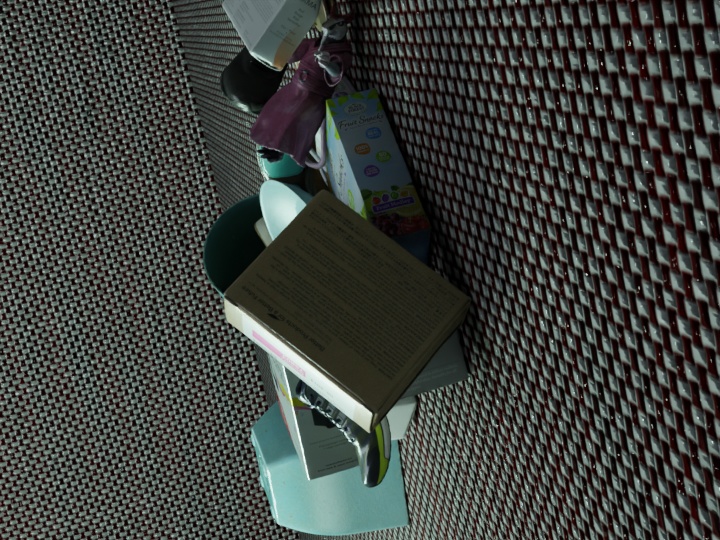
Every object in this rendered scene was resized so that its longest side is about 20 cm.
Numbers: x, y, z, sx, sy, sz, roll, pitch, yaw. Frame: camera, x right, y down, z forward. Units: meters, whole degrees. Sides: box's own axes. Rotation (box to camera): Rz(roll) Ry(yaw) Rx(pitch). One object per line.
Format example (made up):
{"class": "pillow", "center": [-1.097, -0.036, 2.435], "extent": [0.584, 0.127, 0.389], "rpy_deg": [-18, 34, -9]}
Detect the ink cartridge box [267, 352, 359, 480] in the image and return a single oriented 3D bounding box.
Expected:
{"class": "ink cartridge box", "center": [-0.058, 0.120, 1.557], "extent": [0.146, 0.083, 0.200], "rpy_deg": [-120, 17, -57]}

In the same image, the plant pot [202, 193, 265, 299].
{"class": "plant pot", "center": [-0.131, 0.003, 2.079], "extent": [0.161, 0.200, 0.201], "rpy_deg": [71, 178, -60]}

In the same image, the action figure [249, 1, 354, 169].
{"class": "action figure", "center": [-0.049, -0.214, 1.536], "extent": [0.134, 0.149, 0.200], "rpy_deg": [42, 106, 44]}

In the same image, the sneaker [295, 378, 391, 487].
{"class": "sneaker", "center": [-0.024, 0.140, 1.415], "extent": [0.074, 0.081, 0.200], "rpy_deg": [141, 111, -77]}

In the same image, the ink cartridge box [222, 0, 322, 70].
{"class": "ink cartridge box", "center": [-0.069, -0.339, 1.468], "extent": [0.050, 0.200, 0.162], "rpy_deg": [31, -163, -32]}

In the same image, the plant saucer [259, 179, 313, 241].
{"class": "plant saucer", "center": [-0.054, -0.033, 1.643], "extent": [0.201, 0.039, 0.201], "rpy_deg": [47, 156, 28]}

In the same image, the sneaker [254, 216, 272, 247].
{"class": "sneaker", "center": [-0.074, -0.040, 1.821], "extent": [0.090, 0.067, 0.200], "rpy_deg": [-53, 48, 19]}

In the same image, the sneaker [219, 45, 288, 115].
{"class": "sneaker", "center": [-0.115, -0.274, 1.635], "extent": [0.091, 0.076, 0.200], "rpy_deg": [-54, 13, 46]}

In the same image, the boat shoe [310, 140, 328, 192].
{"class": "boat shoe", "center": [-0.081, -0.140, 1.926], "extent": [0.069, 0.071, 0.200], "rpy_deg": [125, 128, -75]}

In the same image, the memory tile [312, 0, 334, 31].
{"class": "memory tile", "center": [-0.069, -0.384, 1.684], "extent": [0.200, 0.017, 0.153], "rpy_deg": [-136, 33, -70]}

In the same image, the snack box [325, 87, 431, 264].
{"class": "snack box", "center": [0.017, -0.078, 1.512], "extent": [0.169, 0.068, 0.200], "rpy_deg": [91, 162, -59]}

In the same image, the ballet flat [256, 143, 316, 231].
{"class": "ballet flat", "center": [-0.093, -0.128, 1.700], "extent": [0.064, 0.067, 0.200], "rpy_deg": [-84, -12, -55]}

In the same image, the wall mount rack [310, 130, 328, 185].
{"class": "wall mount rack", "center": [-0.052, -0.144, 1.770], "extent": [0.174, 0.075, 0.200], "rpy_deg": [52, 160, 31]}

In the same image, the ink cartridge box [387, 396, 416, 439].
{"class": "ink cartridge box", "center": [-0.027, 0.134, 1.789], "extent": [0.085, 0.146, 0.200], "rpy_deg": [106, 150, -44]}

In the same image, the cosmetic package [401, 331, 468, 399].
{"class": "cosmetic package", "center": [0.042, 0.091, 1.503], "extent": [0.200, 0.107, 0.090], "rpy_deg": [-161, 56, -79]}

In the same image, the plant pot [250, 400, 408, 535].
{"class": "plant pot", "center": [-0.057, 0.292, 2.032], "extent": [0.196, 0.200, 0.196], "rpy_deg": [-121, 19, -58]}

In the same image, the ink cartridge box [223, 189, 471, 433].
{"class": "ink cartridge box", "center": [-0.014, 0.040, 1.355], "extent": [0.200, 0.165, 0.075], "rpy_deg": [38, 159, 12]}

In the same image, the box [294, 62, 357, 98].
{"class": "box", "center": [-0.044, -0.241, 1.680], "extent": [0.200, 0.041, 0.039], "rpy_deg": [-118, 18, -55]}
